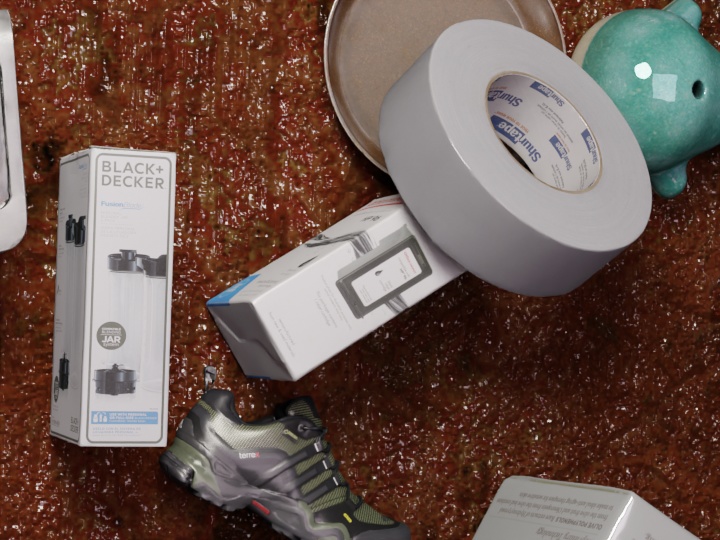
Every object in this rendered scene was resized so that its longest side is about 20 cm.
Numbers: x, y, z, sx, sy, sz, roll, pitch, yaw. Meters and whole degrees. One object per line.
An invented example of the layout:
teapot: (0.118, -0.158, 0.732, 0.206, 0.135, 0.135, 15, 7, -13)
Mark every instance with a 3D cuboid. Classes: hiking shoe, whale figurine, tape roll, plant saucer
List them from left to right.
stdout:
hiking shoe: (-0.040, 0.145, 1.302, 0.200, 0.076, 0.101, 26, 84, -17)
plant saucer: (0.062, -0.159, 1.370, 0.200, 0.032, 0.200, 1, 88, -21)
tape roll: (0.112, -0.081, 1.281, 0.200, 0.066, 0.200, 23, 45, -25)
whale figurine: (0.259, -0.135, 1.402, 0.200, 0.104, 0.159, 7, 89, -30)

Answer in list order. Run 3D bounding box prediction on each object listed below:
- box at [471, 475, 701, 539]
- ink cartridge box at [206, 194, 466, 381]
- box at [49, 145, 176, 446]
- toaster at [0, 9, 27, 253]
box: (0.185, 0.276, 1.319, 0.199, 0.200, 0.171, 35, 75, -17)
ink cartridge box: (0.000, 0.000, 1.299, 0.200, 0.116, 0.068, -32, 100, -19)
box: (-0.172, 0.018, 1.234, 0.060, 0.117, 0.200, 2, 87, -20)
toaster: (-0.320, -0.080, 1.180, 0.181, 0.119, 0.200, -4, 91, -20)
